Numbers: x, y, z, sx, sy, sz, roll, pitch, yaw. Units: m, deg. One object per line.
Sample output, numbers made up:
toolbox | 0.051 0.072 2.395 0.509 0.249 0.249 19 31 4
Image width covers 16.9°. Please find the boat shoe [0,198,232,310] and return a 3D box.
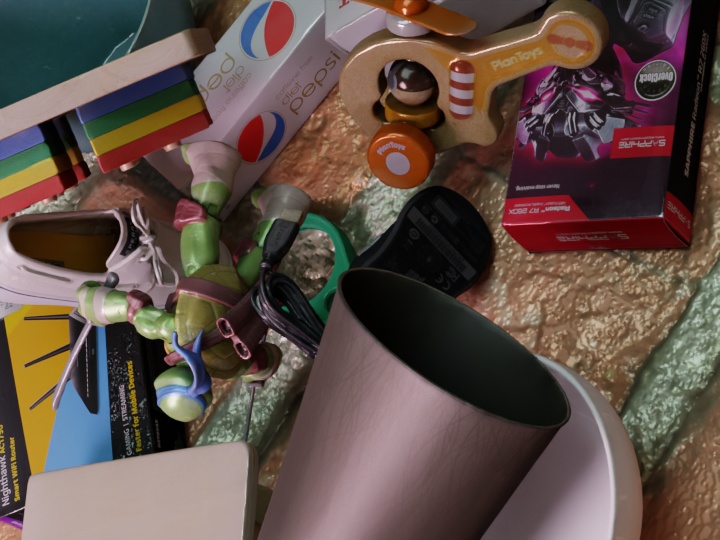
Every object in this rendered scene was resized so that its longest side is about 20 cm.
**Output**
boat shoe | -0.171 -0.017 1.730 0.086 0.201 0.075 -39 53 51

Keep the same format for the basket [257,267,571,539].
basket | 0.017 0.129 1.515 0.180 0.136 0.201 42 116 38

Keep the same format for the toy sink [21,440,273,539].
toy sink | -0.126 0.204 1.662 0.199 0.112 0.131 -13 63 33

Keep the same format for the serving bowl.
serving bowl | 0.110 0.156 1.547 0.200 0.066 0.201 -17 67 46

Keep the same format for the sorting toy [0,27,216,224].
sorting toy | -0.187 -0.096 1.654 0.198 0.200 0.070 -23 95 3

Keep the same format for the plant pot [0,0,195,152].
plant pot | -0.204 -0.171 1.865 0.199 0.135 0.201 -13 62 27

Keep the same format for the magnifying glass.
magnifying glass | -0.010 0.028 1.726 0.080 0.022 0.200 -50 50 3

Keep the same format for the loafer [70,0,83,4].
loafer | -0.188 -0.307 1.955 0.200 0.073 0.071 -52 52 1

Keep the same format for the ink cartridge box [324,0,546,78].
ink cartridge box | 0.050 -0.254 1.745 0.145 0.083 0.201 -26 49 33

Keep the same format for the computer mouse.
computer mouse | 0.000 0.000 1.641 0.046 0.140 0.200 -37 15 49

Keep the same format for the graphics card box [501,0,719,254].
graphics card box | 0.173 -0.114 1.654 0.125 0.051 0.201 -2 67 33

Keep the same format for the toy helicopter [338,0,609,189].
toy helicopter | 0.073 -0.146 1.637 0.199 0.133 0.079 -17 25 29

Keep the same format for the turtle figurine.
turtle figurine | -0.120 0.023 1.675 0.143 0.200 0.195 17 67 4

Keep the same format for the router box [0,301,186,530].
router box | -0.210 0.078 1.807 0.149 0.051 0.201 -24 58 24

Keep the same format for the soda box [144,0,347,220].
soda box | -0.075 -0.141 1.815 0.200 0.064 0.068 -50 52 3
